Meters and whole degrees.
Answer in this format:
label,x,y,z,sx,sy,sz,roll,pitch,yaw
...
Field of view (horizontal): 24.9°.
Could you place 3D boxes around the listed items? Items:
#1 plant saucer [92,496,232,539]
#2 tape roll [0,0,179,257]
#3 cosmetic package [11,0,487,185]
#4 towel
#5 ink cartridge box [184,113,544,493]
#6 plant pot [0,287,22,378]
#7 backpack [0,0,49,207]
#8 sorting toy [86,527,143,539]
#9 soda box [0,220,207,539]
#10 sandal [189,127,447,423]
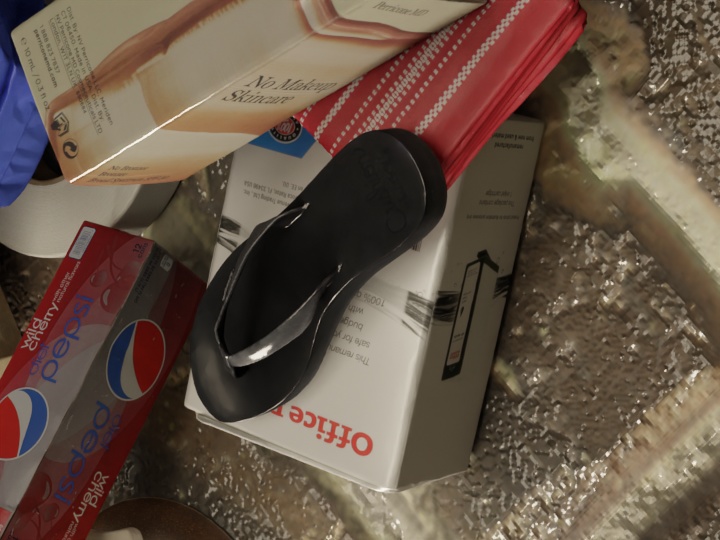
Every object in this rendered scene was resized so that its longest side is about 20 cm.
label,x,y,z,sx,sy,sz,roll,pitch,yaw
plant saucer,-0.136,0.244,1.018,0.200,0.037,0.201,0,91,35
tape roll,-0.191,-0.108,1.049,0.202,0.037,0.204,2,93,35
cosmetic package,-0.055,-0.120,0.777,0.200,0.103,0.087,-28,79,31
towel,0.004,-0.137,0.812,0.200,0.022,0.145,48,113,21
ink cartridge box,0.000,0.000,0.883,0.146,0.084,0.201,18,102,31
plant pot,-0.341,0.034,1.055,0.177,0.200,0.200,-26,85,27
backpack,-0.270,-0.129,0.986,0.163,0.168,0.200,-55,30,19
sorting toy,-0.186,0.235,0.979,0.200,0.107,0.181,8,87,37
soda box,-0.170,0.076,0.969,0.063,0.070,0.200,16,72,35
sandal,-0.036,0.003,0.817,0.076,0.043,0.200,52,127,19
